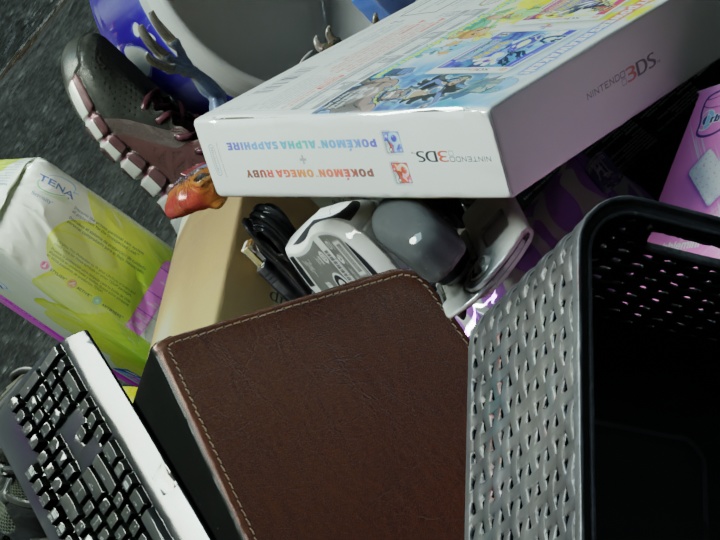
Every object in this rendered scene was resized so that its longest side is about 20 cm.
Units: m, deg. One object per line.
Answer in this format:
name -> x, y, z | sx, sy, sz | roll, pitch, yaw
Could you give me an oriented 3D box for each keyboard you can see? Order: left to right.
keyboard -> -0.117, 0.133, 0.840 | 0.127, 0.021, 0.200 | -54, 51, 24

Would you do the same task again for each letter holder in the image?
letter holder -> 0.003, 0.117, 0.839 | 0.201, 0.141, 0.101 | 62, 154, 21

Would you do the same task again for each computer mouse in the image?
computer mouse -> 0.000, 0.000, 0.988 | 0.044, 0.110, 0.200 | -41, 8, -16

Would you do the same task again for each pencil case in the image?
pencil case -> 0.075, 0.038, 0.901 | 0.200, 0.084, 0.086 | -50, 54, 16
pencil case -> 0.106, 0.131, 0.729 | 0.083, 0.086, 0.201 | -38, 31, 53

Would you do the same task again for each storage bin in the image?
storage bin -> 0.113, 0.092, 0.646 | 0.094, 0.134, 0.201 | 130, 147, -57

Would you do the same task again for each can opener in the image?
can opener -> 0.035, -0.039, 0.893 | 0.053, 0.067, 0.200 | -48, 20, 12

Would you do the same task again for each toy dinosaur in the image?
toy dinosaur -> -0.035, -0.066, 1.060 | 0.105, 0.201, 0.182 | 8, 50, 42

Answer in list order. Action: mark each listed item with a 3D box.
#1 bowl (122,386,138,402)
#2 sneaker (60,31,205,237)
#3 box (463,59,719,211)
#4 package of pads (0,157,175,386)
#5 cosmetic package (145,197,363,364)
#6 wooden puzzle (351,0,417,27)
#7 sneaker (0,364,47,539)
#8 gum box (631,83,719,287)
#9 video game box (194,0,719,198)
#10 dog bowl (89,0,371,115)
bowl -> -0.071, 0.144, 0.959 | 0.107, 0.201, 0.201 | -15, 32, -1
sneaker -> -0.090, -0.087, 1.210 | 0.115, 0.200, 0.076 | -30, 18, 27
box -> 0.119, -0.122, 1.039 | 0.200, 0.047, 0.194 | -43, 32, 25
package of pads -> -0.168, 0.008, 1.210 | 0.154, 0.200, 0.068 | 1, 59, 60
cosmetic package -> -0.057, 0.030, 1.106 | 0.071, 0.105, 0.201 | -35, 35, 40
wooden puzzle -> 0.066, -0.203, 1.147 | 0.186, 0.046, 0.200 | -53, 13, -17
sneaker -> -0.213, 0.120, 1.262 | 0.199, 0.114, 0.077 | -30, 34, 45
gum box -> 0.197, -0.021, 0.764 | 0.200, 0.066, 0.114 | -8, 55, 57
video game box -> 0.055, -0.090, 0.889 | 0.181, 0.047, 0.200 | 0, 25, 46
dog bowl -> -0.080, -0.195, 1.287 | 0.079, 0.199, 0.201 | -28, 38, 49
